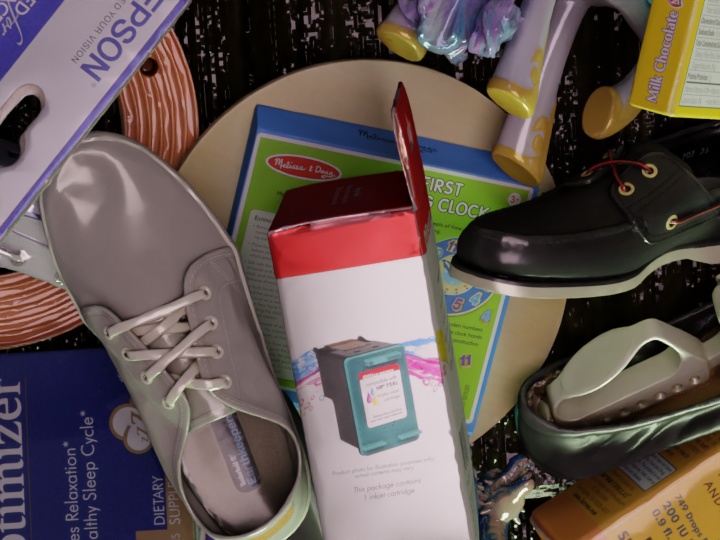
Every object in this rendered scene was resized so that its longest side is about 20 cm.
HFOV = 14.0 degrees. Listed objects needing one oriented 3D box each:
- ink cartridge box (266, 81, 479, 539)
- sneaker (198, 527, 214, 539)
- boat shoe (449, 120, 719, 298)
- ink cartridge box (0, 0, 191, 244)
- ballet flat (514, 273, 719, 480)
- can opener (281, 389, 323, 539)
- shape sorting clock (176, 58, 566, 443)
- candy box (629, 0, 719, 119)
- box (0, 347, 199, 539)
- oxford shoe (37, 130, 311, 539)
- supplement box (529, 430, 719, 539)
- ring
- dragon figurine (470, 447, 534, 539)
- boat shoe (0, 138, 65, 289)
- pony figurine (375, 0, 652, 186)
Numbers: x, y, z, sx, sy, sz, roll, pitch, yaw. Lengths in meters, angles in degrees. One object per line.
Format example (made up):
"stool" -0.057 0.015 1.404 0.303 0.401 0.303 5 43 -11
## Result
"ink cartridge box" 0.005 0.026 1.281 0.067 0.116 0.200 -9 99 4
"sneaker" -0.054 0.197 1.383 0.099 0.070 0.201 -1 97 -24
"boat shoe" 0.121 -0.030 1.336 0.201 0.074 0.063 -13 118 -37
"ink cartridge box" -0.207 -0.096 1.222 0.200 0.047 0.198 39 85 -2
"ballet flat" 0.162 0.042 1.361 0.200 0.068 0.068 -25 140 11
"can opener" -0.016 0.150 1.344 0.053 0.067 0.200 -10 107 34
"shape sorting clock" 0.000 0.000 1.366 0.200 0.039 0.200 -3 107 -10
"candy box" 0.180 -0.117 1.312 0.026 0.200 0.102 15 98 28
"box" -0.173 0.099 1.321 0.200 0.032 0.121 -4 81 2
"oxford shoe" -0.077 0.032 1.260 0.075 0.058 0.200 -24 98 4
"supplement box" 0.185 0.095 1.404 0.200 0.069 0.067 -34 107 -5
"ring" -0.174 -0.062 1.335 0.200 0.019 0.201 -2 100 -11
"dragon figurine" 0.046 0.180 1.397 0.059 0.099 0.200 7 118 -13
"boat shoe" -0.169 -0.023 1.296 0.200 0.074 0.065 17 103 -6
"pony figurine" 0.092 -0.163 1.302 0.193 0.166 0.200 43 71 -40
